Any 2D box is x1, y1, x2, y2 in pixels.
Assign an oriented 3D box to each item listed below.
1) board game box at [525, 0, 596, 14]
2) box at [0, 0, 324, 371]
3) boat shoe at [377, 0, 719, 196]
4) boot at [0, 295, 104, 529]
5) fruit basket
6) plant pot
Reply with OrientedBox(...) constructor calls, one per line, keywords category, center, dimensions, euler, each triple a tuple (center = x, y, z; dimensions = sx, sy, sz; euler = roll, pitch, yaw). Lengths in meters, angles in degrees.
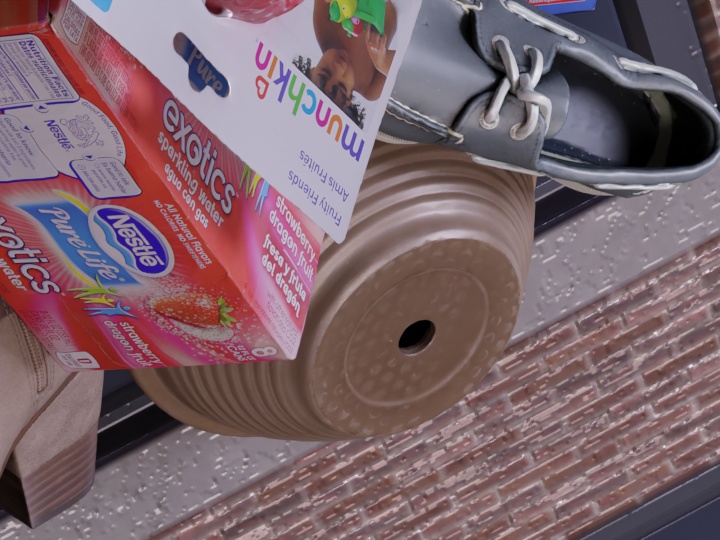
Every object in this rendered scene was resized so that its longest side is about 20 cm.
OrientedBox(category="board game box", center=(0.004, -0.158, 1.103), dimensions=(0.199, 0.045, 0.135), euler=(-7, 128, -22))
OrientedBox(category="box", center=(-0.094, -0.056, 1.010), dimensions=(0.099, 0.096, 0.200), euler=(-3, 144, 25))
OrientedBox(category="boat shoe", center=(0.059, -0.074, 1.100), dimensions=(0.199, 0.062, 0.073), euler=(19, 83, -40))
OrientedBox(category="boot", center=(-0.172, 0.055, 1.077), dimensions=(0.200, 0.070, 0.147), euler=(-40, 132, -38))
OrientedBox(category="fruit basket", center=(-0.019, -0.139, 0.953), dimensions=(0.093, 0.201, 0.185), euler=(-4, 150, 34))
OrientedBox(category="plant pot", center=(0.000, 0.000, 1.174), dimensions=(0.200, 0.093, 0.202), euler=(-20, 134, -22))
